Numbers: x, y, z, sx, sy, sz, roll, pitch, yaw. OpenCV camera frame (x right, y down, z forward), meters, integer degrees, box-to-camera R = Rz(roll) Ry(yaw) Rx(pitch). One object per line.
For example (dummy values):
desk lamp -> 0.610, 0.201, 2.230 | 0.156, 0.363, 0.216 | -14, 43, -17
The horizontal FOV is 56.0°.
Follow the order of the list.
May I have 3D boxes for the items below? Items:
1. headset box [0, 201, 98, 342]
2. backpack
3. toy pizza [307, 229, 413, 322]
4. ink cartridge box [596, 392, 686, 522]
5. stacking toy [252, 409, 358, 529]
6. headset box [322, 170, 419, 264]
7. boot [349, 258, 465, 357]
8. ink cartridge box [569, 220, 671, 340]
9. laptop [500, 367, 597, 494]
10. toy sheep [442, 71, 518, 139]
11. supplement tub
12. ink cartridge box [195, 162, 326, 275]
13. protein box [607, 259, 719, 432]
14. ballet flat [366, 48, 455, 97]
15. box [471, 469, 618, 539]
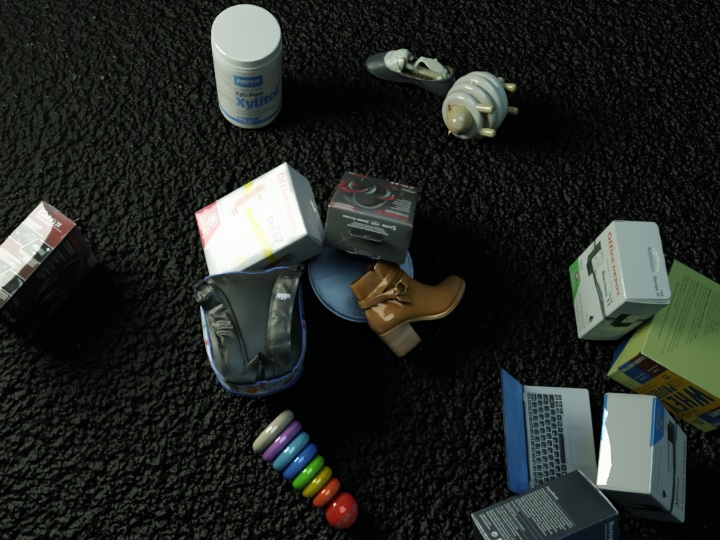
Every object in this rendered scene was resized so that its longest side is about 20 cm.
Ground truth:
headset box -> -0.527, -0.003, 1.112 | 0.076, 0.150, 0.202 | 32, 67, 7
backpack -> -0.172, 0.106, 1.108 | 0.194, 0.155, 0.195 | -8, 60, -3
toy pizza -> 0.000, 0.000, 1.236 | 0.194, 0.032, 0.206 | 4, 67, -9
ink cartridge box -> 0.451, 0.299, 1.072 | 0.083, 0.199, 0.148 | -4, 60, 38
stacking toy -> -0.078, 0.322, 1.074 | 0.200, 0.086, 0.085 | 46, 69, 6
headset box -> 0.021, -0.092, 1.177 | 0.145, 0.077, 0.201 | 13, 28, 3
boot -> 0.083, 0.031, 1.185 | 0.199, 0.076, 0.157 | -40, 97, -19
ink cartridge box -> 0.448, 0.022, 1.188 | 0.081, 0.201, 0.151 | 2, 66, -5
laptop -> 0.314, 0.273, 1.114 | 0.194, 0.116, 0.192 | 4, 67, -5
toy sheep -> 0.237, -0.331, 1.352 | 0.138, 0.139, 0.199 | 42, 54, 11
supplement tub -> -0.211, -0.378, 1.277 | 0.128, 0.201, 0.136 | 2, 67, -5
ink cartridge box -> -0.172, -0.071, 1.173 | 0.196, 0.083, 0.148 | -25, 67, 15
protein box -> 0.580, 0.135, 1.192 | 0.197, 0.136, 0.201 | 29, 66, 7
ballet flat -> 0.108, -0.423, 1.407 | 0.195, 0.073, 0.075 | 20, 66, 2
box -> 0.279, 0.419, 1.018 | 0.195, 0.152, 0.104 | -18, 26, -12
